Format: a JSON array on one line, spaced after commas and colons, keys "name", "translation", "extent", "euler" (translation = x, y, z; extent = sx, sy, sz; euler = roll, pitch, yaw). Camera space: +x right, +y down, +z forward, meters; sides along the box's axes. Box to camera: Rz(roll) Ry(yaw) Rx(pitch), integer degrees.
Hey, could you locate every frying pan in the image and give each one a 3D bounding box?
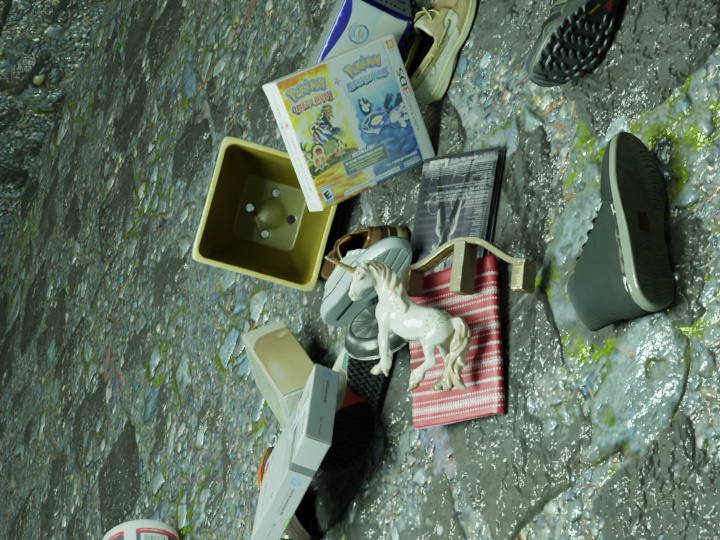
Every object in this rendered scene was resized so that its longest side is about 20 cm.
[{"name": "frying pan", "translation": [0.040, 0.090, 1.545], "extent": [0.115, 0.031, 0.190], "euler": [-31, 29, -6]}]

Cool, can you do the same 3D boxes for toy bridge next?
[{"name": "toy bridge", "translation": [0.125, -0.005, 1.417], "extent": [0.200, 0.027, 0.067], "euler": [-3, 77, 46]}]

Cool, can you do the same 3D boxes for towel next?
[{"name": "towel", "translation": [0.118, 0.088, 1.445], "extent": [0.144, 0.022, 0.201], "euler": [-19, 65, 42]}]

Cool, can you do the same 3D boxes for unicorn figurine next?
[{"name": "unicorn figurine", "translation": [0.051, 0.066, 1.430], "extent": [0.199, 0.074, 0.138], "euler": [14, 104, 19]}]

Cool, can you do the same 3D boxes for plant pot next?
[{"name": "plant pot", "translation": [-0.144, -0.091, 1.866], "extent": [0.200, 0.194, 0.196], "euler": [-133, 58, -84]}]

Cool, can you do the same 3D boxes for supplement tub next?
[{"name": "supplement tub", "translation": [-0.377, 0.548, 2.034], "extent": [0.140, 0.140, 0.200], "euler": [-53, 35, 35]}]

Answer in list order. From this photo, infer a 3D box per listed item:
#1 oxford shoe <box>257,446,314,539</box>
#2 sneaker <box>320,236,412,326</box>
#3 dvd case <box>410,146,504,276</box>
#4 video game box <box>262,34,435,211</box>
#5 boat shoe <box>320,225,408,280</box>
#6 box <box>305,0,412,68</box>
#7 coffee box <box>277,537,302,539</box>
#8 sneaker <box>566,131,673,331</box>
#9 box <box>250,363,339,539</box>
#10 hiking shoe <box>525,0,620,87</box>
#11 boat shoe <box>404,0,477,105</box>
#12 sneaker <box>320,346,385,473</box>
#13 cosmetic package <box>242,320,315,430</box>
[{"name": "oxford shoe", "translation": [-0.103, 0.335, 1.738], "extent": [0.072, 0.071, 0.200], "euler": [-30, 41, 15]}, {"name": "sneaker", "translation": [0.000, 0.000, 1.608], "extent": [0.200, 0.073, 0.071], "euler": [-43, 43, 43]}, {"name": "dvd case", "translation": [0.120, -0.056, 1.531], "extent": [0.148, 0.016, 0.201], "euler": [-3, 73, 53]}, {"name": "video game box", "translation": [-0.011, -0.201, 1.592], "extent": [0.047, 0.200, 0.183], "euler": [0, 115, 61]}, {"name": "boat shoe", "translation": [-0.009, -0.028, 1.712], "extent": [0.200, 0.067, 0.072], "euler": [-24, 57, 56]}, {"name": "box", "translation": [-0.008, -0.332, 1.758], "extent": [0.200, 0.105, 0.184], "euler": [-86, 21, -66]}, {"name": "coffee box", "translation": [-0.103, 0.432, 1.614], "extent": [0.200, 0.123, 0.044], "euler": [-47, 42, 39]}, {"name": "sneaker", "translation": [0.258, -0.041, 1.226], "extent": [0.106, 0.075, 0.201], "euler": [-30, 53, 50]}, {"name": "box", "translation": [-0.087, 0.249, 1.580], "extent": [0.156, 0.041, 0.200], "euler": [-84, 19, -60]}, {"name": "hiking shoe", "translation": [0.256, -0.308, 1.375], "extent": [0.200, 0.076, 0.101], "euler": [-56, 24, 15]}, {"name": "boat shoe", "translation": [0.107, -0.335, 1.648], "extent": [0.074, 0.066, 0.201], "euler": [21, 96, 62]}, {"name": "sneaker", "translation": [-0.014, 0.182, 1.644], "extent": [0.093, 0.070, 0.201], "euler": [-137, 61, -78]}, {"name": "cosmetic package", "translation": [-0.106, 0.168, 1.752], "extent": [0.200, 0.071, 0.106], "euler": [-132, 26, -56]}]
